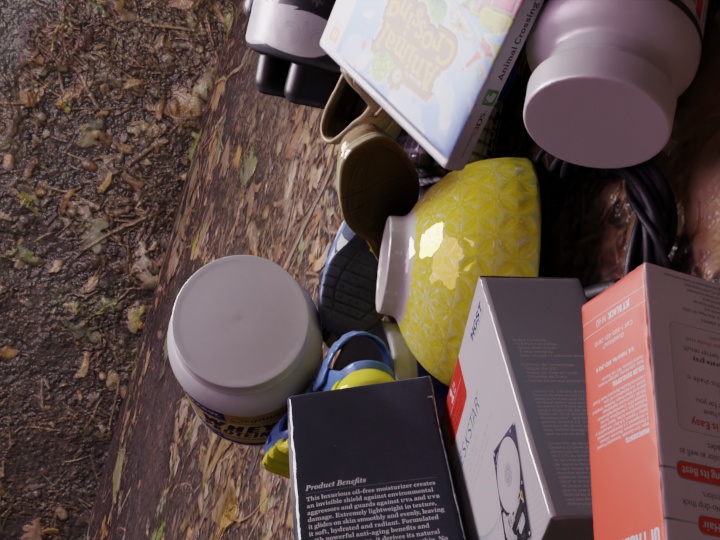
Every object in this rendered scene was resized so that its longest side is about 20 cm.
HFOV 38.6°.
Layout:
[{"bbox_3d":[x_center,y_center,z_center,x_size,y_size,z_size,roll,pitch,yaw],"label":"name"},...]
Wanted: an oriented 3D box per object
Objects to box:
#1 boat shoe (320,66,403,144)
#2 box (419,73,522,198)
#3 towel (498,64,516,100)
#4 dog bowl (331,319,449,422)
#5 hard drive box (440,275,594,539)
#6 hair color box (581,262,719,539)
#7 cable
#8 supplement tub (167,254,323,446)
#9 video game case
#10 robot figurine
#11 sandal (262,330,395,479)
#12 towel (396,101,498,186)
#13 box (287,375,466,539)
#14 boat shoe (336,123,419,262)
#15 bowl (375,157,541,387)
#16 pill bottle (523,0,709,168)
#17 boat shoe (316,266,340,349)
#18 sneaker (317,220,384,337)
[{"bbox_3d":[0.017,-0.165,0.850,0.200,0.064,0.073,125,131,-59],"label":"boat shoe"},{"bbox_3d":[0.086,-0.092,1.029,0.161,0.049,0.202,-3,73,67],"label":"box"},{"bbox_3d":[0.071,-0.248,0.802,0.148,0.049,0.201,97,156,-52],"label":"towel"},{"bbox_3d":[0.025,0.152,0.974,0.200,0.078,0.202,-165,90,-71],"label":"dog bowl"},{"bbox_3d":[0.118,0.127,0.678,0.201,0.076,0.157,-99,14,-50],"label":"hard drive box"},{"bbox_3d":[0.179,0.108,0.528,0.064,0.110,0.202,132,147,-54],"label":"hair color box"},{"bbox_3d":[0.162,-0.021,0.759,0.200,0.050,0.165,-143,69,-69],"label":"cable"},{"bbox_3d":[-0.106,0.079,0.983,0.200,0.143,0.146,92,-175,-68],"label":"supplement tub"},{"bbox_3d":[0.052,-0.200,0.733,0.200,0.022,0.183,51,126,42],"label":"video game case"},{"bbox_3d":[-0.040,-0.263,0.999,0.125,0.149,0.202,-100,24,-78],"label":"robot figurine"},{"bbox_3d":[-0.023,0.123,0.910,0.200,0.079,0.088,-46,30,41],"label":"sandal"},{"bbox_3d":[0.055,-0.168,0.976,0.200,0.085,0.167,8,82,68],"label":"towel"},{"bbox_3d":[0.016,0.225,0.772,0.199,0.122,0.201,-98,2,-50],"label":"box"},{"bbox_3d":[0.014,-0.068,0.894,0.200,0.073,0.067,67,177,-60],"label":"boat shoe"},{"bbox_3d":[0.070,0.001,0.837,0.200,0.106,0.202,-172,90,-86],"label":"bowl"},{"bbox_3d":[0.175,-0.177,0.693,0.116,0.115,0.202,-40,29,59],"label":"pill bottle"},{"bbox_3d":[-0.017,0.022,1.100,0.073,0.065,0.200,-56,0,23],"label":"boat shoe"},{"bbox_3d":[0.000,0.000,1.003,0.082,0.073,0.201,-57,9,43],"label":"sneaker"}]
